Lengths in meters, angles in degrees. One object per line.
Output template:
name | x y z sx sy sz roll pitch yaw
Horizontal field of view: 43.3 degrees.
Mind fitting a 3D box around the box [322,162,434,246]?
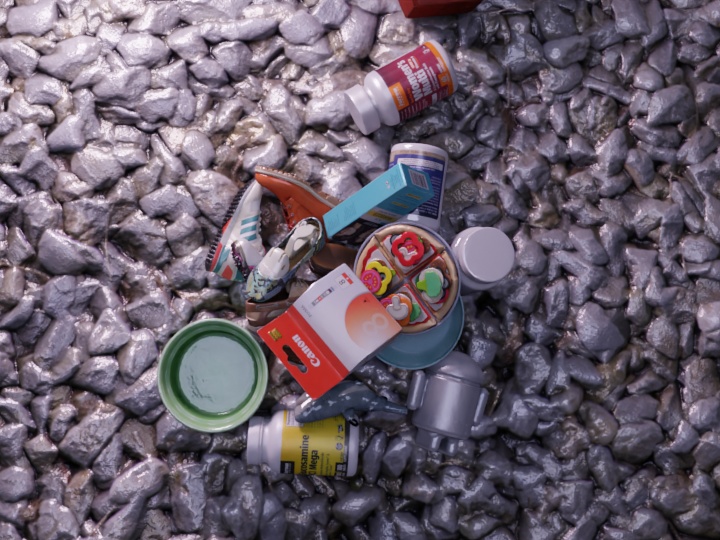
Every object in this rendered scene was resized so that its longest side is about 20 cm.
box | 0.030 -0.115 1.627 0.199 0.082 0.050 -32 60 35

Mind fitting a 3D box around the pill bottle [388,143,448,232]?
pill bottle | 0.099 -0.128 1.698 0.110 0.111 0.202 8 84 -3

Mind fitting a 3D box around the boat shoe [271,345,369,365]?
boat shoe | -0.069 0.139 1.626 0.198 0.068 0.072 12 45 19

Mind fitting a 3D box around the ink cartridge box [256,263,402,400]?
ink cartridge box | -0.052 0.100 1.551 0.199 0.050 0.162 -33 73 -31

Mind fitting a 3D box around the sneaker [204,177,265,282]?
sneaker | -0.213 -0.073 1.704 0.093 0.070 0.201 28 82 -19

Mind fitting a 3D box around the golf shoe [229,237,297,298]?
golf shoe | -0.165 0.009 1.665 0.092 0.073 0.201 -38 122 -9

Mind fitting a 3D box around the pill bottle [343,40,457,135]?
pill bottle | 0.075 -0.343 1.715 0.199 0.110 0.110 -29 88 -6

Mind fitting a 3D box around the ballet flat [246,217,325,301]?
ballet flat | -0.133 -0.028 1.601 0.074 0.074 0.200 40 53 0

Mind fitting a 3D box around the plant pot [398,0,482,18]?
plant pot | 0.149 -0.579 1.708 0.198 0.200 0.178 -7 97 -4

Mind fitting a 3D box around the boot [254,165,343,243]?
boot | -0.122 -0.118 1.686 0.199 0.075 0.108 29 92 -19

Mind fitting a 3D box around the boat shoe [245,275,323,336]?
boat shoe | -0.115 0.047 1.621 0.199 0.076 0.072 -26 117 -19

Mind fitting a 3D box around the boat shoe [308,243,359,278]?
boat shoe | 0.000 0.000 1.704 0.198 0.070 0.071 17 61 -2

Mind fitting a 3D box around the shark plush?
shark plush | -0.019 0.248 1.630 0.198 0.091 0.084 15 47 -13

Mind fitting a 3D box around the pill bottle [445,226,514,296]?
pill bottle | 0.204 -0.017 1.647 0.112 0.200 0.115 1 83 -9

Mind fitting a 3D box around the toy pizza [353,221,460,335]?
toy pizza | 0.077 0.016 1.590 0.198 0.032 0.203 3 100 20

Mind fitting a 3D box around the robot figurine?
robot figurine | 0.161 0.235 1.670 0.168 0.113 0.202 17 84 -29

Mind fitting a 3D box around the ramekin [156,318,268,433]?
ramekin | -0.265 0.190 1.655 0.197 0.098 0.203 0 85 -3

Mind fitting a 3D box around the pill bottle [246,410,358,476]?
pill bottle | -0.104 0.313 1.648 0.197 0.112 0.114 3 85 -3

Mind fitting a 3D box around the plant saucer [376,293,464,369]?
plant saucer | 0.091 0.077 1.641 0.198 0.036 0.203 2 97 13
